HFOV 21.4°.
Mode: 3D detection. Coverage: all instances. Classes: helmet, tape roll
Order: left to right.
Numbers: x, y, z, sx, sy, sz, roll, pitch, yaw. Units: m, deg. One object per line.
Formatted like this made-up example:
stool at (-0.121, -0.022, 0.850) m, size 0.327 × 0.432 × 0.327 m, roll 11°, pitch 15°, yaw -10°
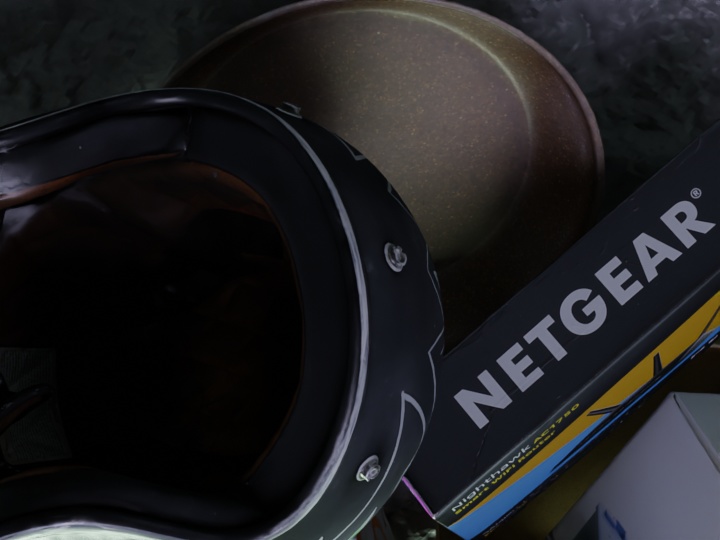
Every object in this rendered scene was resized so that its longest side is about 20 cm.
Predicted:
helmet at (-0.068, 0.029, 0.679) m, size 0.189 × 0.201 × 0.201 m, roll -9°, pitch 134°, yaw -19°
tape roll at (0.000, 0.000, 0.862) m, size 0.201 × 0.037 × 0.204 m, roll -5°, pitch 133°, yaw -5°

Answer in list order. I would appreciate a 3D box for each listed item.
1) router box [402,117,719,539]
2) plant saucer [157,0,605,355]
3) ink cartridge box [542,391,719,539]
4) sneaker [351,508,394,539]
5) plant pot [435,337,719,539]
router box at (0.100, 0.029, 0.802) m, size 0.200 × 0.051 × 0.149 m, roll -41°, pitch 164°, yaw 0°
plant saucer at (-0.001, -0.037, 0.779) m, size 0.198 × 0.037 × 0.201 m, roll -4°, pitch 132°, yaw -5°
ink cartridge box at (0.162, 0.156, 0.934) m, size 0.146 × 0.086 × 0.201 m, roll 6°, pitch 131°, yaw -39°
sneaker at (-0.064, 0.099, 0.859) m, size 0.199 × 0.078 × 0.077 m, roll 32°, pitch 112°, yaw -28°
plant pot at (0.130, 0.099, 0.960) m, size 0.198 × 0.028 × 0.201 m, roll -11°, pitch 137°, yaw -10°
